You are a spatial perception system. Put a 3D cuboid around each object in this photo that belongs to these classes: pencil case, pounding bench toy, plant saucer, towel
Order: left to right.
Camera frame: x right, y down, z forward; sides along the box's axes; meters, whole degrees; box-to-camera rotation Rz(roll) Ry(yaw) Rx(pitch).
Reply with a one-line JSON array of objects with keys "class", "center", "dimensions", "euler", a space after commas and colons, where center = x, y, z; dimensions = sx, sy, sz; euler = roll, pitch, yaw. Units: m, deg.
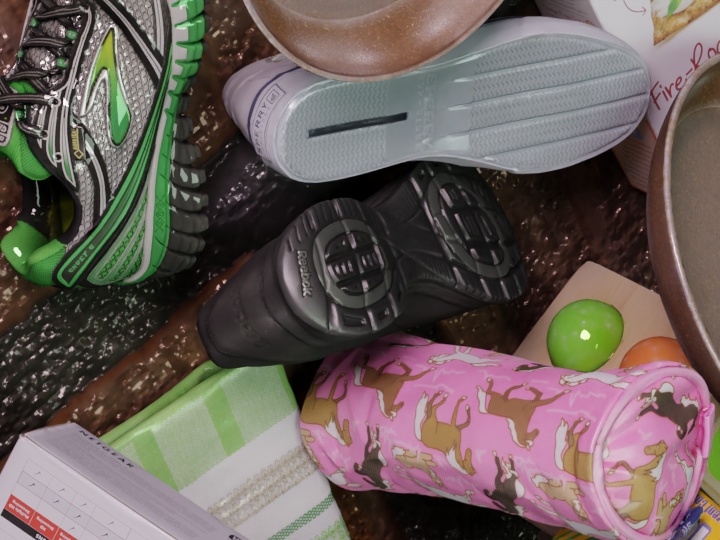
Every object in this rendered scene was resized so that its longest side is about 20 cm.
[{"class": "towel", "center": [-0.072, 0.144, 1.364], "dimensions": [0.149, 0.031, 0.200], "euler": [-34, 123, -25]}, {"class": "plant saucer", "center": [0.011, -0.175, 1.179], "dimensions": [0.200, 0.032, 0.201], "euler": [-25, 128, -37]}, {"class": "pencil case", "center": [0.064, 0.071, 1.316], "dimensions": [0.087, 0.200, 0.083], "euler": [46, 63, -37]}, {"class": "pounding bench toy", "center": [0.164, 0.064, 1.442], "dimensions": [0.200, 0.124, 0.156], "euler": [-53, 130, -8]}, {"class": "plant saucer", "center": [0.191, -0.001, 1.356], "dimensions": [0.200, 0.032, 0.201], "euler": [25, 55, -41]}]

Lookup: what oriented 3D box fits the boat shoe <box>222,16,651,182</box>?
[{"class": "boat shoe", "center": [0.034, -0.085, 1.314], "dimensions": [0.200, 0.067, 0.074], "euler": [-4, 117, -31]}]

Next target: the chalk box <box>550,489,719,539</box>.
[{"class": "chalk box", "center": [0.117, 0.205, 1.312], "dimensions": [0.200, 0.125, 0.124], "euler": [-46, 129, -5]}]

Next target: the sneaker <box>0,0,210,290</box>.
[{"class": "sneaker", "center": [-0.112, -0.080, 1.204], "dimensions": [0.085, 0.078, 0.200], "euler": [-17, 118, -30]}]

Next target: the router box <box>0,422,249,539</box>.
[{"class": "router box", "center": [-0.094, 0.192, 1.238], "dimensions": [0.180, 0.200, 0.049], "euler": [-61, 163, 14]}]

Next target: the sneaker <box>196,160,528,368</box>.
[{"class": "sneaker", "center": [0.000, 0.000, 1.330], "dimensions": [0.200, 0.091, 0.076], "euler": [-10, 76, -54]}]

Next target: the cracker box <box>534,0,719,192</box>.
[{"class": "cracker box", "center": [0.153, -0.144, 1.392], "dimensions": [0.134, 0.058, 0.200], "euler": [-43, 128, -15]}]
